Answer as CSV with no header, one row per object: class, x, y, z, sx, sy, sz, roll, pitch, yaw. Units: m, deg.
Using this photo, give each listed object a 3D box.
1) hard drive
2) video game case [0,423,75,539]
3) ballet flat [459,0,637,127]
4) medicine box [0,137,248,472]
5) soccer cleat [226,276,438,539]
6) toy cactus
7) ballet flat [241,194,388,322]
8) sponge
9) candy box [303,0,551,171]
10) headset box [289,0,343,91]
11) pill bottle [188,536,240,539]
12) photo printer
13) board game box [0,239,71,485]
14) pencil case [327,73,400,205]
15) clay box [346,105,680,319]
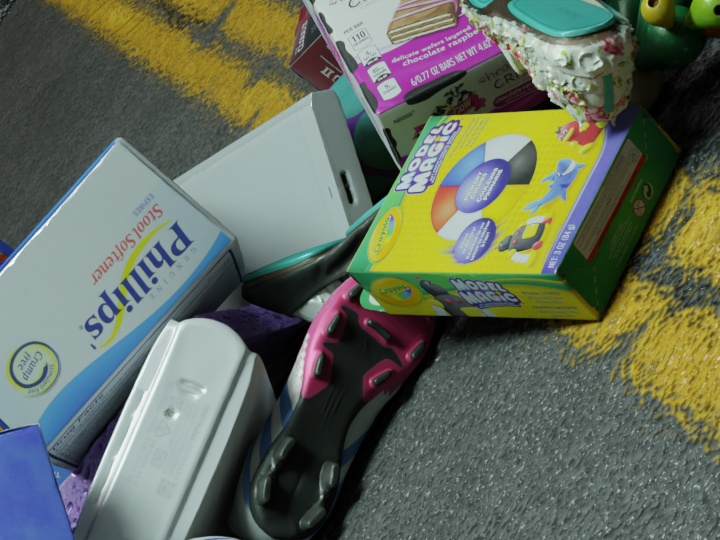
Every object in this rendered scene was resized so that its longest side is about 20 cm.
hard drive,-0.057,-0.028,1.827,0.026,0.133,0.200,-13,-8,-35
video game case,-0.180,0.207,1.542,0.045,0.201,0.181,-15,-14,-15
ballet flat,0.101,-0.132,1.514,0.075,0.064,0.200,-16,25,-5
medicine box,-0.170,0.026,1.742,0.182,0.103,0.200,-48,-5,-5
soccer cleat,-0.023,0.077,1.616,0.201,0.070,0.086,-60,13,-21
toy cactus,0.161,-0.143,1.541,0.166,0.102,0.200,-62,25,7
ballet flat,0.000,0.000,1.688,0.068,0.069,0.200,-18,-8,-46
sponge,-0.127,0.099,1.797,0.200,0.030,0.111,-51,-17,25
candy box,0.044,-0.165,1.691,0.136,0.061,0.200,-27,44,-2
headset box,0.029,-0.216,2.006,0.200,0.075,0.149,-44,20,29
pill bottle,-0.066,0.200,1.431,0.112,0.112,0.200,-58,18,-12
photo printer,-0.109,0.127,1.634,0.200,0.069,0.167,83,-151,-76
board game box,-0.263,0.067,2.026,0.135,0.200,0.045,-46,19,22
pencil case,0.028,-0.122,1.824,0.200,0.085,0.093,-45,36,26
clay box,0.075,-0.032,1.524,0.199,0.048,0.115,1,55,48
